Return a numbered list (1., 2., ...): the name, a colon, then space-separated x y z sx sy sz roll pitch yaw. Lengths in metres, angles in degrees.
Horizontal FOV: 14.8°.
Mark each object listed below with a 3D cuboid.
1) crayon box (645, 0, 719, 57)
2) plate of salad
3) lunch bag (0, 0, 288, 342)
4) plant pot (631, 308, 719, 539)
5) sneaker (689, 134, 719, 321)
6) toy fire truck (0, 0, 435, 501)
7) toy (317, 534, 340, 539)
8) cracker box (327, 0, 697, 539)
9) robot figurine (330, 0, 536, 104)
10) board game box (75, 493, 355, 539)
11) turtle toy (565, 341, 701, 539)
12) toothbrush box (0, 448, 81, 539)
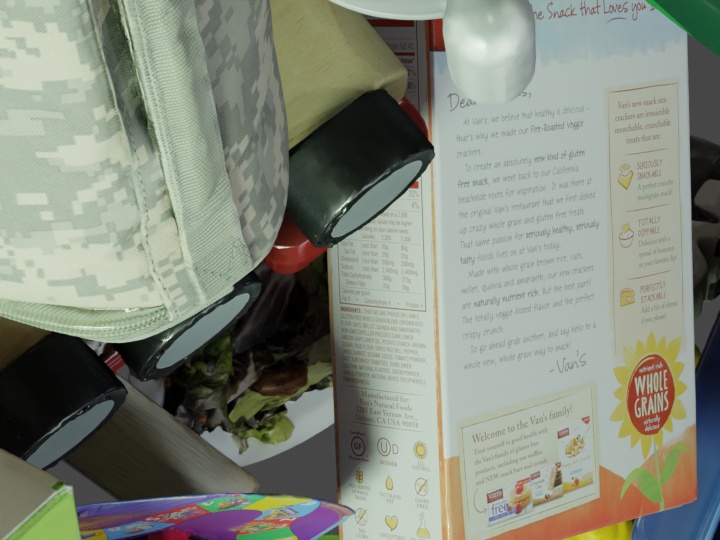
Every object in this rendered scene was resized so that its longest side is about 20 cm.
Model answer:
1. crayon box: 0.154 -0.166 0.880 0.200 0.173 0.058 -47 152 -3
2. plate of salad: 0.000 0.000 1.007 0.200 0.048 0.200 -36 151 -24
3. lunch bag: -0.091 -0.091 0.631 0.139 0.168 0.200 -38 150 -20
4. plant pot: 0.218 0.086 1.096 0.200 0.180 0.200 51 61 -73
5. sneaker: 0.084 0.013 1.089 0.200 0.090 0.066 -51 159 -28
6. toy fire truck: -0.059 0.007 0.881 0.176 0.129 0.200 -38 171 -8
7. toy: -0.054 0.173 1.135 0.115 0.047 0.200 -40 170 -50
8. cracker box: 0.053 -0.009 0.950 0.134 0.058 0.200 -9 101 -45
9. robot figurine: 0.013 -0.127 0.746 0.113 0.170 0.200 -14 179 4
10. board game box: -0.092 0.116 0.906 0.158 0.039 0.200 -2 163 -26
11. turtle toy: 0.077 0.104 1.169 0.146 0.101 0.200 71 42 -66
12. toothbrush box: -0.151 0.125 0.801 0.086 0.146 0.200 -45 146 -36
